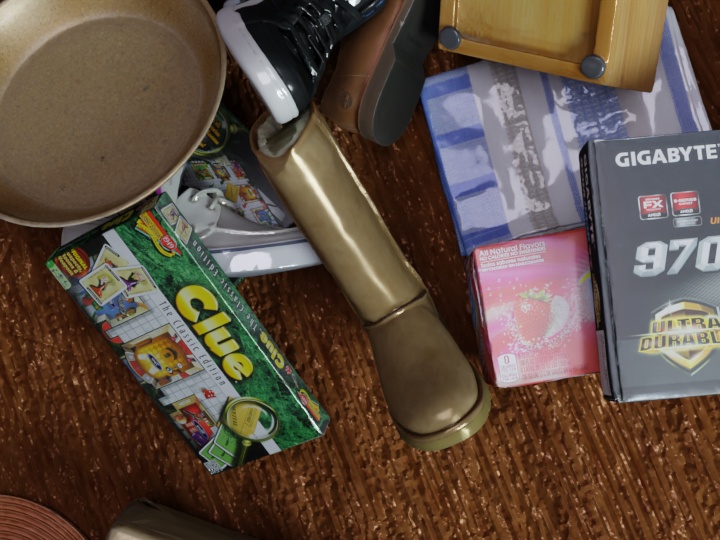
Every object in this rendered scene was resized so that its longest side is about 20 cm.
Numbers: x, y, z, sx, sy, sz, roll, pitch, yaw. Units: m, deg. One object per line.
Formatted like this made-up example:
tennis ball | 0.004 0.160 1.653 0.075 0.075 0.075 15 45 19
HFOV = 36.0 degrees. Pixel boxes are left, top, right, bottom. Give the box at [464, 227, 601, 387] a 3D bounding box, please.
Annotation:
box | 0.176 0.017 0.749 0.199 0.100 0.096 -10 86 2

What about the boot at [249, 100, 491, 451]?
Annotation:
boot | 0.000 0.000 0.711 0.066 0.175 0.200 -31 116 1

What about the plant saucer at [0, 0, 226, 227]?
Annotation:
plant saucer | -0.178 -0.113 0.730 0.199 0.035 0.201 -5 66 11

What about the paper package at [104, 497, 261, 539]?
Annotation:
paper package | -0.110 0.284 0.771 0.190 0.103 0.201 17 89 3

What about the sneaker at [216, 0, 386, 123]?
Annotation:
sneaker | -0.031 -0.169 0.724 0.112 0.200 0.073 -30 117 5

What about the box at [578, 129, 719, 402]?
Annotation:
box | 0.241 -0.007 0.675 0.199 0.046 0.160 -4 85 1

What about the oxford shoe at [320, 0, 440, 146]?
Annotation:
oxford shoe | 0.027 -0.194 0.808 0.071 0.071 0.201 24 85 32

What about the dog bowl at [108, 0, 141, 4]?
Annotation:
dog bowl | -0.152 -0.229 0.804 0.199 0.112 0.050 -3 120 20

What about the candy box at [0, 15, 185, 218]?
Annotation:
candy box | -0.220 -0.112 0.794 0.199 0.061 0.137 4 67 15

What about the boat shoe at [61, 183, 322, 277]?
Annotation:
boat shoe | -0.122 -0.029 0.796 0.199 0.071 0.070 -2 90 14

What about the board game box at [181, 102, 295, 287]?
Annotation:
board game box | -0.136 -0.086 0.843 0.105 0.023 0.200 -45 83 5

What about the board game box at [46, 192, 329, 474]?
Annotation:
board game box | -0.117 0.050 0.766 0.105 0.023 0.200 -25 111 25

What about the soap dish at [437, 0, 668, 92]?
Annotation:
soap dish | 0.127 -0.222 0.727 0.157 0.081 0.201 19 124 28

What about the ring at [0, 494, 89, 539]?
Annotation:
ring | -0.281 0.272 0.843 0.199 0.019 0.201 0 87 8

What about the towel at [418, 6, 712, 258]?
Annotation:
towel | 0.152 -0.099 0.806 0.199 0.024 0.148 -15 84 7
